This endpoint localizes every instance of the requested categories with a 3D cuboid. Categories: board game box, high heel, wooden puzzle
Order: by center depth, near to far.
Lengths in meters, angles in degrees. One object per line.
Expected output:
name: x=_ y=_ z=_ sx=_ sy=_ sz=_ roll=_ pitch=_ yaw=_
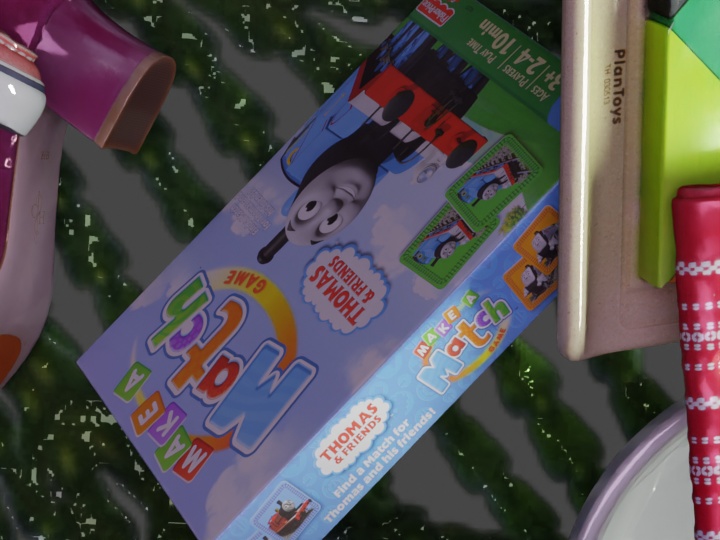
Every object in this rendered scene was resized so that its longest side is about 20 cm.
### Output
wooden puzzle: x=0.153 y=-0.069 z=0.800 sx=0.200 sy=0.037 sz=0.185 roll=-9 pitch=111 yaw=-24
board game box: x=0.000 y=0.000 z=0.868 sx=0.200 sy=0.151 sz=0.037 roll=-47 pitch=123 yaw=1
high heel: x=-0.156 y=-0.021 z=0.912 sx=0.096 sy=0.067 sz=0.200 roll=33 pitch=100 yaw=17

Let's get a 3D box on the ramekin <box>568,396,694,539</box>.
ramekin: x=0.164 y=0.127 z=0.895 sx=0.200 sy=0.105 sz=0.200 roll=0 pitch=92 yaw=-2

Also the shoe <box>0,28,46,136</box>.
shoe: x=-0.175 y=-0.128 z=0.874 sx=0.200 sy=0.071 sz=0.091 roll=31 pitch=89 yaw=25

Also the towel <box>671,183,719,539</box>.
towel: x=0.174 y=0.059 z=0.802 sx=0.144 sy=0.022 sz=0.200 roll=-9 pitch=99 yaw=-17
